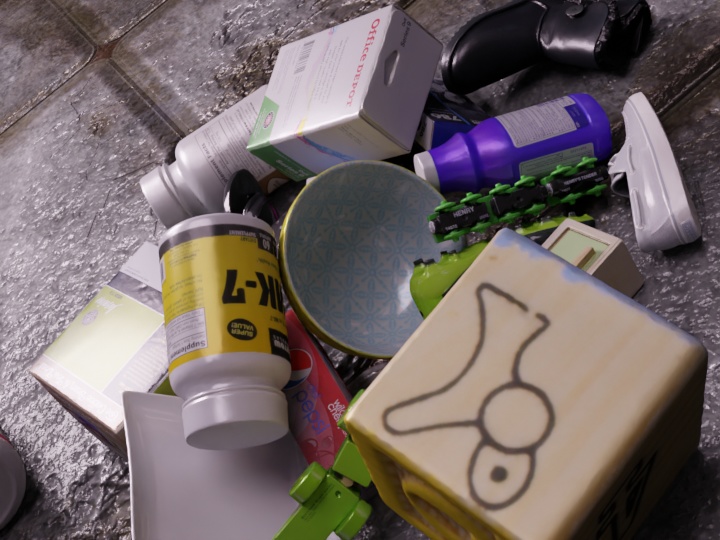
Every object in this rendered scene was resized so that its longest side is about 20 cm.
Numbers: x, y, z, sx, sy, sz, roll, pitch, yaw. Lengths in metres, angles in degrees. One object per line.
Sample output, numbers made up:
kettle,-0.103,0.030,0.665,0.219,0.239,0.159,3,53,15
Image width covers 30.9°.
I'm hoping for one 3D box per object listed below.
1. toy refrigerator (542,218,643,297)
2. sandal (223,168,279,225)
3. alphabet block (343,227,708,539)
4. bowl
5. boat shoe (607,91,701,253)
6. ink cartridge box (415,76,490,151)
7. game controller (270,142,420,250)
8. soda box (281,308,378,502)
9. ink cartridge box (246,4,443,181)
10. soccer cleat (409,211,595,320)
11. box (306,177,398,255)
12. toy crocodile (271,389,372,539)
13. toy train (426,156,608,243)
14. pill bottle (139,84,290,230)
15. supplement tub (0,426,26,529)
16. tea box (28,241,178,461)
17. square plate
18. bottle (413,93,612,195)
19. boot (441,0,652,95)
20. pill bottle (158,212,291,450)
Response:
toy refrigerator,0.163,0.049,1.205,0.200,0.070,0.076,-46,39,-13
sandal,-0.115,-0.032,1.487,0.048,0.075,0.201,-25,53,28
alphabet block,0.133,0.125,1.008,0.195,0.197,0.200,33,72,28
bowl,0.000,0.000,1.318,0.200,0.200,0.108,-56,10,-24
boat shoe,0.277,-0.095,1.276,0.068,0.072,0.201,-22,49,16
ink cartridge box,0.093,-0.169,1.463,0.200,0.099,0.039,53,132,50
game controller,-0.023,-0.079,1.437,0.200,0.042,0.104,-41,38,-8
soda box,-0.040,0.131,1.249,0.063,0.070,0.200,-35,47,0
ink cartridge box,-0.019,-0.193,1.450,0.200,0.087,0.146,-11,55,49
soccer cleat,0.143,0.000,1.279,0.199,0.081,0.068,-21,7,-12
box,-0.005,-0.062,1.471,0.119,0.042,0.201,-20,43,19
toy crocodile,-0.005,0.168,1.134,0.200,0.067,0.062,-56,1,5
toy train,0.154,-0.068,1.294,0.199,0.042,0.056,-18,-4,-16
pill bottle,-0.163,-0.128,1.596,0.200,0.114,0.114,-33,38,4
supplement tub,-0.469,0.205,1.462,0.140,0.140,0.200,-43,39,-9
tea box,-0.206,0.102,1.376,0.197,0.134,0.200,-48,39,-16
square plate,-0.122,0.198,1.206,0.198,0.199,0.029,-107,35,-50
bottle,0.156,-0.125,1.349,0.199,0.065,0.084,-17,34,-6
boot,0.210,-0.254,1.462,0.200,0.077,0.168,-35,33,-23
pill bottle,-0.125,0.058,1.215,0.114,0.114,0.201,-18,67,22
